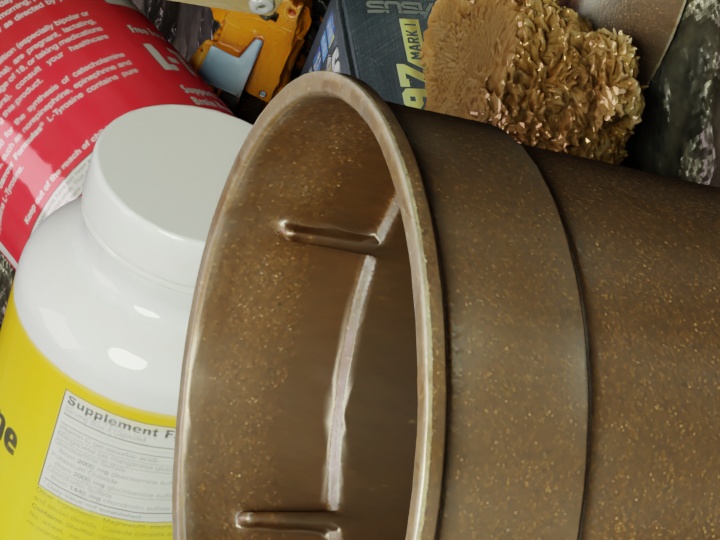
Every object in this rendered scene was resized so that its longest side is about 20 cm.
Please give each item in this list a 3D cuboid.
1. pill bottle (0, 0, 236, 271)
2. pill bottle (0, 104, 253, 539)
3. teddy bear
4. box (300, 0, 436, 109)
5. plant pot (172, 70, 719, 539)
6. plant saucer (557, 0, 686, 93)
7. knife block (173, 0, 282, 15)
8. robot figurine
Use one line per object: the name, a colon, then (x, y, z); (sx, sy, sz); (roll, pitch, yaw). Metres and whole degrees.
pill bottle: (-0.124, -0.061, 1.141); (0.200, 0.112, 0.112); (48, 136, 28)
pill bottle: (-0.083, 0.040, 1.014); (0.112, 0.112, 0.200); (-111, 32, -45)
teddy bear: (0.043, 0.002, 0.956); (0.145, 0.067, 0.200); (-10, 68, 53)
box: (0.000, 0.000, 1.128); (0.200, 0.051, 0.158); (116, 148, -57)
plant pot: (0.069, 0.053, 0.771); (0.200, 0.198, 0.201); (-175, 90, -68)
plant saucer: (0.071, -0.148, 1.016); (0.200, 0.032, 0.200); (-178, 90, -69)
knife block: (-0.053, -0.201, 1.069); (0.200, 0.064, 0.176); (131, 139, -53)
robot figurine: (-0.062, -0.071, 1.243); (0.200, 0.058, 0.145); (-64, -2, 34)
